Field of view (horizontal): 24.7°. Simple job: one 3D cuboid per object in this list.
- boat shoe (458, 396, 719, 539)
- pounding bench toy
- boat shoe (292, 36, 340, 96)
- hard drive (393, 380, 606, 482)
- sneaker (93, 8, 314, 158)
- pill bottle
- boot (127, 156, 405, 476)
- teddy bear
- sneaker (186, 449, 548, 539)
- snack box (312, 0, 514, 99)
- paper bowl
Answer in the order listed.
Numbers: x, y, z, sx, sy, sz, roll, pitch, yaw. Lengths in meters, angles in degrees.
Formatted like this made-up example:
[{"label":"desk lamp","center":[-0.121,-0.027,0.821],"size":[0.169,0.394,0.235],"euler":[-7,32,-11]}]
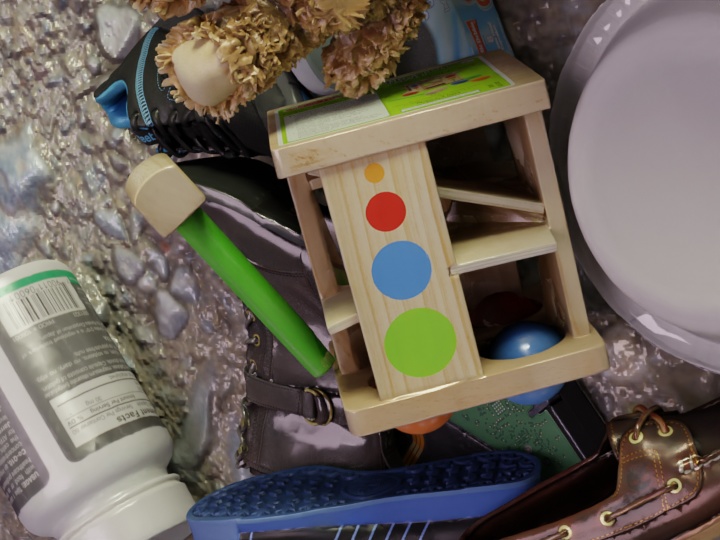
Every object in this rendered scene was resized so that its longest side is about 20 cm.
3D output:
[{"label":"boat shoe","center":[0.138,0.102,0.791],"size":[0.200,0.070,0.070],"euler":[-38,95,11]},{"label":"pounding bench toy","center":[0.000,0.000,0.794],"size":[0.199,0.124,0.157],"euler":[-15,104,-1]},{"label":"boat shoe","center":[-0.052,-0.182,0.872],"size":[0.091,0.071,0.201],"euler":[-17,87,50]},{"label":"hard drive","center":[0.046,0.106,0.936],"size":[0.140,0.038,0.200],"euler":[56,131,13]},{"label":"sneaker","center":[-0.081,-0.086,0.923],"size":[0.200,0.082,0.073],"euler":[32,158,55]},{"label":"pill bottle","center":[-0.195,0.104,1.089],"size":[0.113,0.113,0.200],"euler":[-43,74,39]},{"label":"boot","center":[-0.055,0.035,0.927],"size":[0.199,0.069,0.175],"euler":[18,113,29]},{"label":"teddy bear","center":[-0.016,-0.150,0.761],"size":[0.145,0.200,0.067],"euler":[48,175,-14]},{"label":"sneaker","center":[0.006,0.148,0.878],"size":[0.199,0.070,0.078],"euler":[-7,104,17]},{"label":"snack box","center":[-0.001,-0.177,0.894],"size":[0.116,0.037,0.201],"euler":[-24,87,43]},{"label":"paper bowl","center":[0.175,-0.049,0.739],"size":[0.200,0.104,0.202],"euler":[12,109,38]}]
